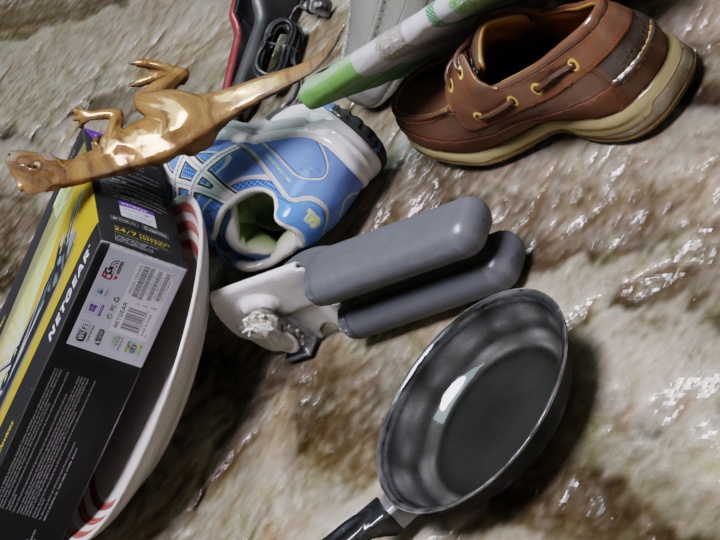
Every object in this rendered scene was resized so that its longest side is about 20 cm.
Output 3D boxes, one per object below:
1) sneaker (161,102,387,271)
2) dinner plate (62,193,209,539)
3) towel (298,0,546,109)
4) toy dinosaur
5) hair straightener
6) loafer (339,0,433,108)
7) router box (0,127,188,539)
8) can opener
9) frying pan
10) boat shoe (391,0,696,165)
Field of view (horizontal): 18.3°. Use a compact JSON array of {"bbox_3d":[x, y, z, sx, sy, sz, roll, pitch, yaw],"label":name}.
[{"bbox_3d":[-0.074,-0.042,1.265,0.200,0.076,0.077,-14,39,51],"label":"sneaker"},{"bbox_3d":[-0.119,0.056,1.219,0.200,0.024,0.201,-53,25,39],"label":"dinner plate"},{"bbox_3d":[0.073,-0.150,1.149,0.200,0.031,0.149,-30,-3,33],"label":"towel"},{"bbox_3d":[-0.088,-0.081,1.193,0.199,0.061,0.106,-24,21,8],"label":"toy dinosaur"},{"bbox_3d":[-0.058,-0.156,1.424,0.077,0.041,0.200,-26,35,39],"label":"hair straightener"},{"bbox_3d":[0.013,-0.194,1.280,0.070,0.070,0.201,14,92,67],"label":"loafer"},{"bbox_3d":[-0.164,0.042,1.242,0.200,0.052,0.157,-64,20,18],"label":"router box"},{"bbox_3d":[0.000,0.000,1.127,0.200,0.053,0.067,-16,41,47],"label":"can opener"},{"bbox_3d":[0.034,0.092,0.982,0.115,0.031,0.190,8,65,59],"label":"frying pan"},{"bbox_3d":[0.079,-0.102,1.121,0.200,0.068,0.072,-5,51,54],"label":"boat shoe"}]
